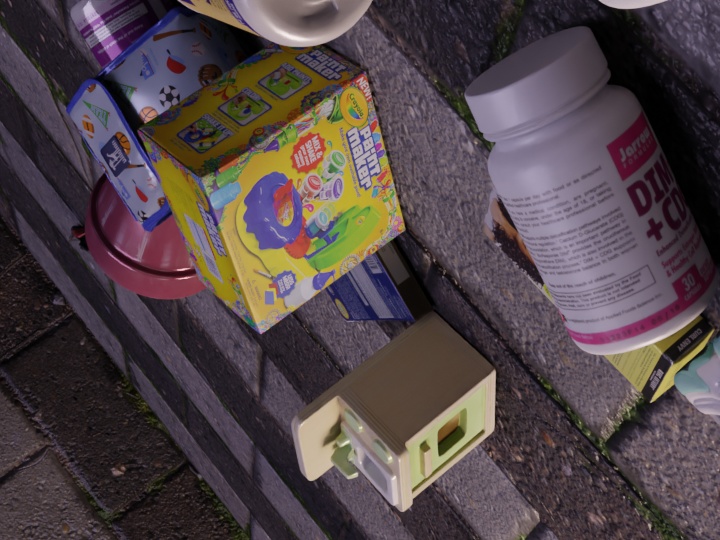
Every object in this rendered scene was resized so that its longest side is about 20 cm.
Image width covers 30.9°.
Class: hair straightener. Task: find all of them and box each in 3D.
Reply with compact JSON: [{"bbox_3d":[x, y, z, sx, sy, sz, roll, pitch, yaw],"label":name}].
[{"bbox_3d":[-0.562,-0.052,2.661,0.078,0.041,0.199,60,160,-14],"label":"hair straightener"}]

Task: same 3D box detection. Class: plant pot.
[{"bbox_3d":[-0.245,-0.093,1.672,0.200,0.199,0.180,49,145,16],"label":"plant pot"}]

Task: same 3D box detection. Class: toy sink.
[{"bbox_3d":[0.041,0.166,1.384,0.112,0.199,0.131,43,156,30],"label":"toy sink"}]

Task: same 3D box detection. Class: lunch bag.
[{"bbox_3d":[-0.205,-0.160,1.403,0.171,0.199,0.124,57,-158,0],"label":"lunch bag"}]

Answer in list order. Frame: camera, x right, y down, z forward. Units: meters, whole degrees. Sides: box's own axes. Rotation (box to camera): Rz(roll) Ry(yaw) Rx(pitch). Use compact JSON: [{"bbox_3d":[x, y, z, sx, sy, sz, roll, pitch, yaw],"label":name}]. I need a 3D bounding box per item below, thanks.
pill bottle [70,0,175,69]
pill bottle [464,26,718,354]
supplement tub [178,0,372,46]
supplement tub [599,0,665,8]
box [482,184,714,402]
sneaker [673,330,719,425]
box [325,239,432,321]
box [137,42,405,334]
[{"bbox_3d":[-0.239,-0.240,1.508,0.201,0.112,0.112,59,160,-11],"label":"pill bottle"},{"bbox_3d":[0.156,-0.054,0.891,0.201,0.113,0.113,60,159,-16],"label":"pill bottle"},{"bbox_3d":[-0.087,-0.271,1.058,0.199,0.145,0.147,30,149,49],"label":"supplement tub"},{"bbox_3d":[0.133,-0.241,0.600,0.201,0.144,0.144,60,160,-16],"label":"supplement tub"},{"bbox_3d":[0.181,0.005,1.023,0.200,0.050,0.076,46,159,22],"label":"box"},{"bbox_3d":[0.295,0.085,0.864,0.140,0.078,0.200,49,169,13],"label":"sneaker"},{"bbox_3d":[0.000,0.000,1.458,0.122,0.032,0.200,59,159,-10],"label":"box"},{"bbox_3d":[-0.081,-0.087,1.269,0.122,0.192,0.201,36,154,42],"label":"box"}]
